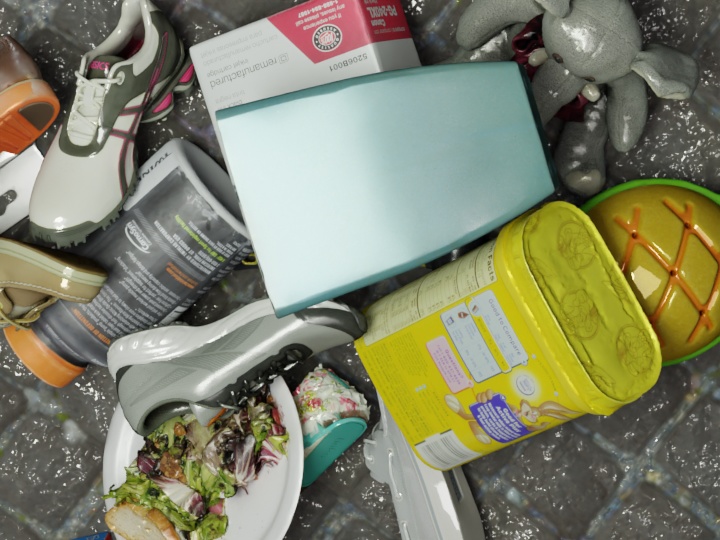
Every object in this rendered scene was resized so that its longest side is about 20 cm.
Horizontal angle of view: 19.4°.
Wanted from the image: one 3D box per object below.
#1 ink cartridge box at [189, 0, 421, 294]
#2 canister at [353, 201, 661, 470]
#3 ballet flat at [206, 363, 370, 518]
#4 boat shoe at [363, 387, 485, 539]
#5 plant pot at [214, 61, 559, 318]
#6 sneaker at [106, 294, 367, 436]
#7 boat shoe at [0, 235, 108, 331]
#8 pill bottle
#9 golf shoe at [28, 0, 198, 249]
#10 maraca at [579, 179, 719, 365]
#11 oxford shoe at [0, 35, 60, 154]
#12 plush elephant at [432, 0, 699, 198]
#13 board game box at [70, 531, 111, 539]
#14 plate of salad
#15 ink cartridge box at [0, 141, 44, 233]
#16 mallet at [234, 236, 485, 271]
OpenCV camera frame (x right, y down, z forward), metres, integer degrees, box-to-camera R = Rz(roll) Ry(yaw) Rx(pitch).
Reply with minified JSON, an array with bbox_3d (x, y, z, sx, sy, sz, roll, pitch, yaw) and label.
[{"bbox_3d":[-0.020,-0.093,1.546,0.145,0.083,0.201,-18,90,23],"label":"ink cartridge box"},{"bbox_3d":[0.100,0.053,1.513,0.200,0.086,0.149,-28,92,47],"label":"canister"},{"bbox_3d":[-0.070,0.150,1.638,0.200,0.076,0.064,-43,57,20],"label":"ballet flat"},{"bbox_3d":[0.037,0.147,1.628,0.068,0.072,0.201,-17,101,21],"label":"boat shoe"},{"bbox_3d":[0.027,-0.070,1.420,0.199,0.141,0.142,-17,92,8],"label":"plant pot"},{"bbox_3d":[-0.087,0.069,1.543,0.199,0.074,0.080,-17,68,13],"label":"sneaker"},{"bbox_3d":[-0.257,0.011,1.536,0.074,0.200,0.067,16,86,-41],"label":"boat shoe"},{"bbox_3d":[-0.178,0.001,1.594,0.200,0.106,0.106,-40,95,11],"label":"pill bottle"},{"bbox_3d":[-0.194,-0.110,1.537,0.077,0.088,0.201,12,59,23],"label":"golf shoe"},{"bbox_3d":[0.236,-0.002,1.554,0.199,0.107,0.138,-11,95,-9],"label":"maraca"},{"bbox_3d":[-0.312,-0.095,1.549,0.200,0.071,0.073,-34,69,12],"label":"oxford shoe"},{"bbox_3d":[0.151,-0.152,1.510,0.164,0.155,0.200,36,102,-3],"label":"plush elephant"},{"bbox_3d":[-0.210,0.327,1.614,0.056,0.200,0.197,-13,100,6],"label":"board game box"},{"bbox_3d":[-0.129,0.147,1.605,0.199,0.048,0.201,-8,77,35],"label":"plate of salad"},{"bbox_3d":[-0.332,-0.110,1.605,0.117,0.067,0.200,-34,97,10],"label":"ink cartridge box"},{"bbox_3d":[0.000,0.000,1.617,0.199,0.041,0.066,-7,97,10],"label":"mallet"}]
